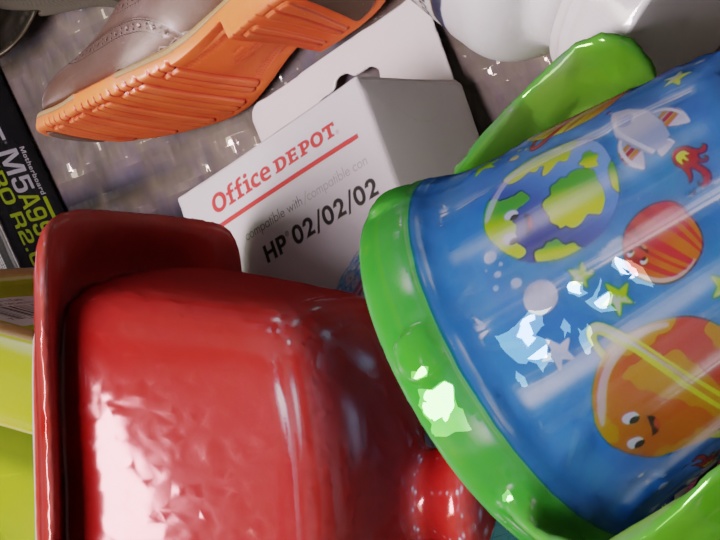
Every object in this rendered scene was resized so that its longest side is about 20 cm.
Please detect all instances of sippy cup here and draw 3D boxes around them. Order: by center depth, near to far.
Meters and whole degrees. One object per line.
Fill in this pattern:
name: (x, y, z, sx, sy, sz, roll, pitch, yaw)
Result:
sippy cup: (0.090, 0.003, 0.764, 0.130, 0.139, 0.179, -34, 76, 21)

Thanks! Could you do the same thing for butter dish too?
butter dish: (-0.024, 0.079, 0.867, 0.147, 0.199, 0.202, -1, 89, 17)

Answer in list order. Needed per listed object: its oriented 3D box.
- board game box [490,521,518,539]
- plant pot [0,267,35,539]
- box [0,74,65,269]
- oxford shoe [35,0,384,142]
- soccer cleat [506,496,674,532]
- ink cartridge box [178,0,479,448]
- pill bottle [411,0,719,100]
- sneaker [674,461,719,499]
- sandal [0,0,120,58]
board game box: (0.007, 0.105, 1.065, 0.199, 0.028, 0.136, -18, 92, 43)
plant pot: (-0.140, 0.100, 1.034, 0.198, 0.200, 0.183, 13, 101, 32)
box: (-0.198, 0.018, 1.207, 0.160, 0.044, 0.201, -32, 82, 43)
oxford shoe: (-0.069, -0.112, 1.048, 0.199, 0.071, 0.073, -26, 69, 37)
soccer cleat: (0.099, 0.021, 0.893, 0.083, 0.065, 0.201, -9, 55, 22)
ink cartridge box: (0.000, 0.000, 0.983, 0.115, 0.068, 0.201, -31, 71, 38)
pill bottle: (0.046, -0.148, 0.894, 0.200, 0.111, 0.111, 42, 127, 23)
sneaker: (0.141, 0.063, 0.913, 0.199, 0.080, 0.087, -28, 78, 32)
sandal: (-0.180, -0.117, 1.124, 0.199, 0.082, 0.055, 2, 84, 34)
